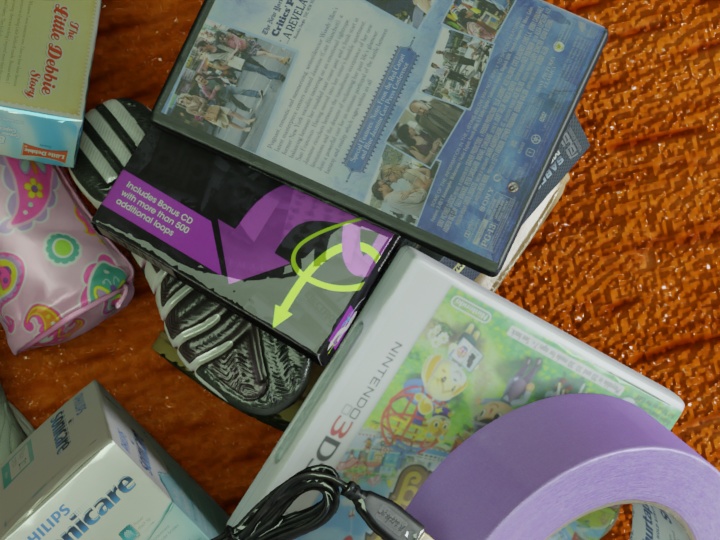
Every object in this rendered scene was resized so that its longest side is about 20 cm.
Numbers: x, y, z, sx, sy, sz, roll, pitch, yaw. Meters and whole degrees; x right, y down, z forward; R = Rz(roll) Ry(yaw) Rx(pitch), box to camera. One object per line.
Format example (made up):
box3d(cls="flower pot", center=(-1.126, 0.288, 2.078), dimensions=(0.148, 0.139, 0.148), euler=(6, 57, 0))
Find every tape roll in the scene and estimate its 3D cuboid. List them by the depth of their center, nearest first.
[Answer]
box3d(cls="tape roll", center=(0.109, 0.169, 1.580), dimensions=(0.200, 0.200, 0.066), euler=(-50, 42, 1))

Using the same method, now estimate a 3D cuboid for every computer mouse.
box3d(cls="computer mouse", center=(0.001, 0.189, 1.505), dimensions=(0.140, 0.046, 0.200), euler=(-42, 97, 16))

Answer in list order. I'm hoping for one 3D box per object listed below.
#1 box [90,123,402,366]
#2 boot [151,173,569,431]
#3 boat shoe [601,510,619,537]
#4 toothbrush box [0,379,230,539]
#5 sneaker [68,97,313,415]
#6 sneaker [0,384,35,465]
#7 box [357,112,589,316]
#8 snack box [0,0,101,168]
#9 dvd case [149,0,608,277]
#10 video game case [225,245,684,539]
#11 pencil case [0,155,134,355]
box3d(cls="box", center=(-0.029, -0.072, 1.540), dimensions=(0.143, 0.036, 0.200), euler=(30, 82, 9))
box3d(cls="boot", center=(0.000, 0.000, 1.657), dimensions=(0.175, 0.066, 0.200), euler=(24, 79, 21))
box3d(cls="boat shoe", center=(0.045, 0.135, 1.645), dimensions=(0.200, 0.057, 0.067), euler=(-10, 111, -16))
box3d(cls="toothbrush box", center=(-0.102, 0.168, 1.589), dimensions=(0.085, 0.146, 0.200), euler=(-42, 105, 1))
box3d(cls="sneaker", center=(-0.083, 0.001, 1.610), dimensions=(0.076, 0.116, 0.200), euler=(-32, 73, -3))
box3d(cls="sneaker", center=(-0.232, 0.075, 1.654), dimensions=(0.076, 0.092, 0.200), euler=(-20, 87, 4))
box3d(cls="box", center=(0.002, -0.074, 1.625), dimensions=(0.200, 0.051, 0.158), euler=(38, 82, 27))
box3d(cls="snack box", center=(-0.202, -0.140, 1.612), dimensions=(0.116, 0.200, 0.037), euler=(10, 130, -7))
box3d(cls="dvd case", center=(0.009, -0.100, 1.516), dimensions=(0.200, 0.018, 0.143), euler=(24, 82, 7))
box3d(cls="video game case", center=(0.054, 0.106, 1.588), dimensions=(0.200, 0.022, 0.182), euler=(28, 98, -29))
box3d(cls="pencil case", center=(-0.204, -0.053, 1.661), dimensions=(0.087, 0.087, 0.200), euler=(-29, 84, 2))
